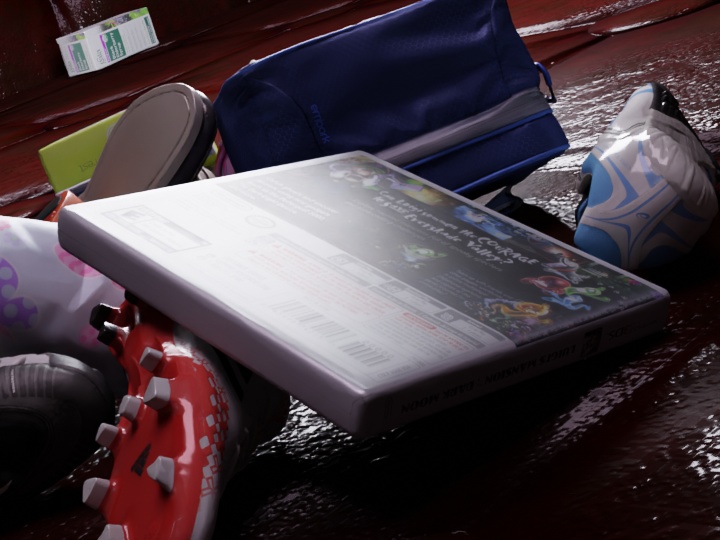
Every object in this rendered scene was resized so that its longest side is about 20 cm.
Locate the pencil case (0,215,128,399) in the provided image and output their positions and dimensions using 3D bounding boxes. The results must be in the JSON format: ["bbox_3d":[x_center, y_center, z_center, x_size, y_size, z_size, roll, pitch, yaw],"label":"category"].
[{"bbox_3d":[-0.172,0.017,0.723,0.200,0.083,0.091,6,42,-17],"label":"pencil case"}]

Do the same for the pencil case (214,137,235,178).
[{"bbox_3d":[-0.010,-0.091,1.075,0.200,0.088,0.087,-29,18,-38],"label":"pencil case"}]

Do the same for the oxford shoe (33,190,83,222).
[{"bbox_3d":[-0.170,0.035,0.831,0.071,0.073,0.200,-37,24,33],"label":"oxford shoe"}]

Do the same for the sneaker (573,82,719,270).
[{"bbox_3d":[0.143,-0.047,0.768,0.072,0.072,0.200,-34,3,19],"label":"sneaker"}]

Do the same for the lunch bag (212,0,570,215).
[{"bbox_3d":[0.025,-0.077,0.892,0.200,0.132,0.136,-22,0,-11],"label":"lunch bag"}]

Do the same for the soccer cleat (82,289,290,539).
[{"bbox_3d":[-0.065,0.061,0.620,0.069,0.085,0.200,-55,25,18],"label":"soccer cleat"}]

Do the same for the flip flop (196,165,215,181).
[{"bbox_3d":[-0.134,-0.048,1.107,0.081,0.058,0.200,-13,16,20],"label":"flip flop"}]

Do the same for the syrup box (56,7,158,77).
[{"bbox_3d":[-0.494,-0.448,2.943,0.081,0.079,0.200,-7,18,34],"label":"syrup box"}]

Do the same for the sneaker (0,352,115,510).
[{"bbox_3d":[-0.201,0.096,0.659,0.200,0.067,0.091,-18,17,15],"label":"sneaker"}]

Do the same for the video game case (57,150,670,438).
[{"bbox_3d":[0.000,0.000,0.646,0.182,0.023,0.200,-15,31,-41],"label":"video game case"}]

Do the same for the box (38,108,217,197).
[{"bbox_3d":[-0.175,-0.086,1.175,0.122,0.048,0.200,-26,-5,-3],"label":"box"}]

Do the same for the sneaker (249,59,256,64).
[{"bbox_3d":[-0.062,-0.159,1.448,0.082,0.077,0.200,6,7,-21],"label":"sneaker"}]

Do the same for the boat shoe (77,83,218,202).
[{"bbox_3d":[-0.131,-0.045,0.942,0.063,0.073,0.200,9,-39,-33],"label":"boat shoe"}]
